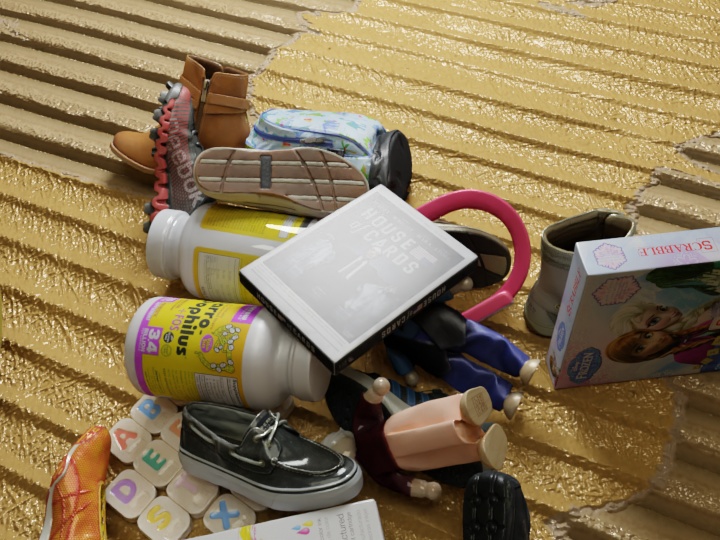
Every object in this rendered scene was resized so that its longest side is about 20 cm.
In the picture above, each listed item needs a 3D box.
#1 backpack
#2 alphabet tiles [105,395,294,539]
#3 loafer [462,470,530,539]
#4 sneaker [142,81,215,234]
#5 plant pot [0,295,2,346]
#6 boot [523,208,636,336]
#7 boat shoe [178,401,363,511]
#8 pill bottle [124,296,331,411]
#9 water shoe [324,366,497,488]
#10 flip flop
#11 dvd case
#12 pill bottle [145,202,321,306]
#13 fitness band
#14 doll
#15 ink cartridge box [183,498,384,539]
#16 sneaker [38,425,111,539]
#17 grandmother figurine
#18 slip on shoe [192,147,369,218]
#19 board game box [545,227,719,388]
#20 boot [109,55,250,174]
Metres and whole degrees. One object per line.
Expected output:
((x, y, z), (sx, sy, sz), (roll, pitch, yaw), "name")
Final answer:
((-0.047, -0.137, 0.962), (0.197, 0.156, 0.163), (-7, 22, 18), "backpack")
((-0.163, 0.183, 0.791), (0.194, 0.015, 0.200), (28, 59, 24), "alphabet tiles")
((0.117, 0.279, 0.662), (0.067, 0.070, 0.203), (-8, 60, 38), "loafer")
((-0.217, -0.130, 0.957), (0.096, 0.204, 0.071), (4, 8, -9), "sneaker")
((-0.465, 0.071, 0.808), (0.198, 0.200, 0.143), (-28, 80, -18), "plant pot")
((0.281, 0.004, 0.813), (0.197, 0.156, 0.073), (-3, 51, 2), "boot")
((-0.093, 0.167, 0.712), (0.197, 0.072, 0.072), (5, 21, 23), "boat shoe")
((-0.132, 0.086, 0.782), (0.197, 0.105, 0.105), (4, 51, 16), "pill bottle")
((0.052, 0.153, 0.780), (0.198, 0.072, 0.079), (27, 28, 27), "water shoe")
((0.084, -0.033, 0.915), (0.197, 0.082, 0.058), (9, 37, 17), "flip flop")
((0.000, 0.000, 0.773), (0.199, 0.025, 0.150), (-34, 57, -28), "dvd case")
((-0.140, -0.017, 0.885), (0.197, 0.113, 0.113), (10, 52, 11), "pill bottle")
((0.093, -0.004, 0.848), (0.198, 0.037, 0.145), (-28, 81, 10), "fitness band")
((0.088, 0.070, 0.802), (0.198, 0.138, 0.048), (27, 18, 14), "doll")
((-0.066, 0.296, 0.650), (0.197, 0.086, 0.149), (-10, 52, -6), "ink cartridge box")
((-0.263, 0.248, 0.719), (0.076, 0.073, 0.202), (7, 61, 0), "sneaker")
((0.033, 0.160, 0.710), (0.060, 0.199, 0.123), (-6, 74, -53), "grandmother figurine")
((-0.089, -0.098, 0.870), (0.197, 0.061, 0.077), (3, 83, -3), "slip on shoe")
((0.297, 0.041, 0.756), (0.196, 0.201, 0.042), (-7, 51, -1), "board game box")
((-0.237, -0.203, 1.003), (0.197, 0.157, 0.077), (17, 27, 15), "boot")
